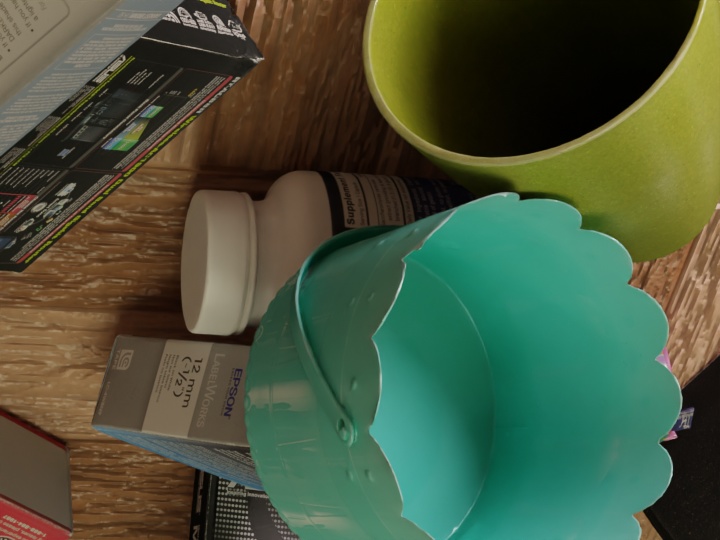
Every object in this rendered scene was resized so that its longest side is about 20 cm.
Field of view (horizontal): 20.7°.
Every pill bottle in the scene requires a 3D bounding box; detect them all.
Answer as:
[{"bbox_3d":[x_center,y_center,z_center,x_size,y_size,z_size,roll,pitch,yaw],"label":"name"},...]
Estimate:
[{"bbox_3d":[0.000,0.000,1.148,0.198,0.111,0.112,3,129,-15],"label":"pill bottle"}]

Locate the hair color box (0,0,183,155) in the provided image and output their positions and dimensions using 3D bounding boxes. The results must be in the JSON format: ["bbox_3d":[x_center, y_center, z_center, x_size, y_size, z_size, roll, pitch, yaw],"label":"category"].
[{"bbox_3d":[-0.186,-0.109,0.913,0.199,0.099,0.061,-36,173,20],"label":"hair color box"}]

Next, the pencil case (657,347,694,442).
[{"bbox_3d":[0.106,0.088,1.265,0.198,0.088,0.088,-9,132,-8],"label":"pencil case"}]

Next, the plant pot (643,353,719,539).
[{"bbox_3d":[0.322,0.162,1.319,0.199,0.178,0.200,27,120,-32],"label":"plant pot"}]

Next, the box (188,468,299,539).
[{"bbox_3d":[-0.018,0.226,1.297,0.198,0.195,0.047,10,168,-20],"label":"box"}]

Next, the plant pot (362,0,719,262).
[{"bbox_3d":[0.125,-0.090,1.073,0.186,0.188,0.200,-27,144,11],"label":"plant pot"}]

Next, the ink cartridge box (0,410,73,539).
[{"bbox_3d":[-0.298,0.168,1.241,0.145,0.084,0.200,32,117,-33],"label":"ink cartridge box"}]

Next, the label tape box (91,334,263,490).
[{"bbox_3d":[-0.041,0.092,1.160,0.199,0.067,0.143,0,160,46],"label":"label tape box"}]

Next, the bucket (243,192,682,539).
[{"bbox_3d":[0.048,0.064,1.011,0.206,0.209,0.134,29,157,-32],"label":"bucket"}]

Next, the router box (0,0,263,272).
[{"bbox_3d":[-0.167,-0.079,1.025,0.200,0.062,0.150,-38,164,20],"label":"router box"}]
